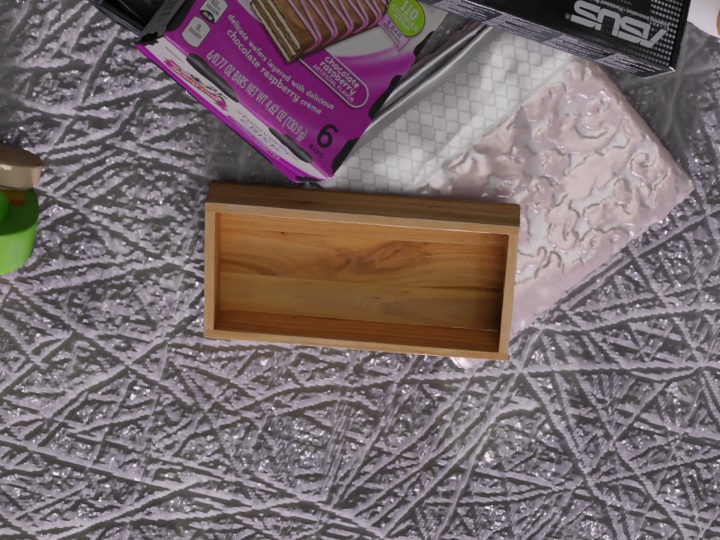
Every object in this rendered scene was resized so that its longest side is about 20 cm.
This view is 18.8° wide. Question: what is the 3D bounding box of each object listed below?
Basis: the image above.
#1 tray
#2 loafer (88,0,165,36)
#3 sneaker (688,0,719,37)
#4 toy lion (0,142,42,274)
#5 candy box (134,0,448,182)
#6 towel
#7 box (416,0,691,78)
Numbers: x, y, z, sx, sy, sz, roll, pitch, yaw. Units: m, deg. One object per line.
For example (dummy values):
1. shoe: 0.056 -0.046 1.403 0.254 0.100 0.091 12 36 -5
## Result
1. tray: 0.000 0.000 1.400 0.198 0.037 0.099 4 119 2
2. loafer: -0.149 -0.194 1.314 0.200 0.070 0.068 39 100 -19
3. sneaker: 0.266 -0.233 1.342 0.072 0.085 0.201 -3 122 -42
4. toy lion: -0.290 -0.034 1.288 0.198 0.192 0.069 11 109 -13
5. candy box: -0.022 -0.172 1.305 0.136 0.061 0.201 39 75 -20
6. towel: 0.090 -0.060 1.420 0.200 0.032 0.191 -38 111 8
7. box: 0.116 -0.236 1.304 0.199 0.047 0.195 17 80 -19
